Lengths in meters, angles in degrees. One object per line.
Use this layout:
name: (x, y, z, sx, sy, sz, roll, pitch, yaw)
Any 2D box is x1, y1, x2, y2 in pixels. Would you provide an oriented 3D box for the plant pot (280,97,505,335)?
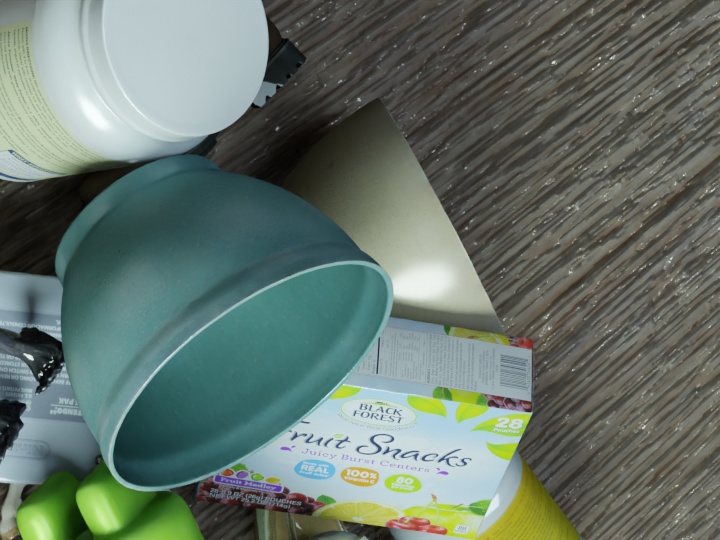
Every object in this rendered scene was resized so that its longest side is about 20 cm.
plant pot: (0.000, 0.000, 1.674, 0.134, 0.200, 0.200, -28, 116, -1)

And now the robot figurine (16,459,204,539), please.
robot figurine: (-0.137, 0.215, 1.482, 0.116, 0.175, 0.200, -52, 121, -72)

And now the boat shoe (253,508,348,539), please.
boat shoe: (-0.016, 0.230, 1.730, 0.072, 0.076, 0.200, -32, 114, -36)

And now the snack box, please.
snack box: (0.000, 0.100, 1.619, 0.200, 0.169, 0.068, 9, 52, -9)

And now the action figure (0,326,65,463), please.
action figure: (-0.272, 0.024, 1.434, 0.200, 0.102, 0.119, 35, 94, -12)

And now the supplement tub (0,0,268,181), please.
supplement tub: (-0.165, -0.133, 1.480, 0.145, 0.200, 0.145, 3, 85, -41)

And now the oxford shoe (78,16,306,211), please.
oxford shoe: (-0.130, -0.110, 1.619, 0.084, 0.073, 0.200, 51, 57, -14)

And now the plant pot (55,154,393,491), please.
plant pot: (-0.100, 0.017, 1.445, 0.200, 0.134, 0.200, -32, 156, -16)

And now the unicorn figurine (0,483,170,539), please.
unicorn figurine: (-0.171, 0.139, 1.597, 0.137, 0.074, 0.200, -60, 137, -33)

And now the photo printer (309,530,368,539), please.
photo printer: (-0.020, 0.278, 1.603, 0.200, 0.069, 0.166, -43, 116, -73)

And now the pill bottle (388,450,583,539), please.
pill bottle: (0.088, 0.188, 1.796, 0.112, 0.112, 0.200, -53, 125, -25)

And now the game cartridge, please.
game cartridge: (-0.217, 0.066, 1.517, 0.200, 0.040, 0.133, 7, 85, -14)
